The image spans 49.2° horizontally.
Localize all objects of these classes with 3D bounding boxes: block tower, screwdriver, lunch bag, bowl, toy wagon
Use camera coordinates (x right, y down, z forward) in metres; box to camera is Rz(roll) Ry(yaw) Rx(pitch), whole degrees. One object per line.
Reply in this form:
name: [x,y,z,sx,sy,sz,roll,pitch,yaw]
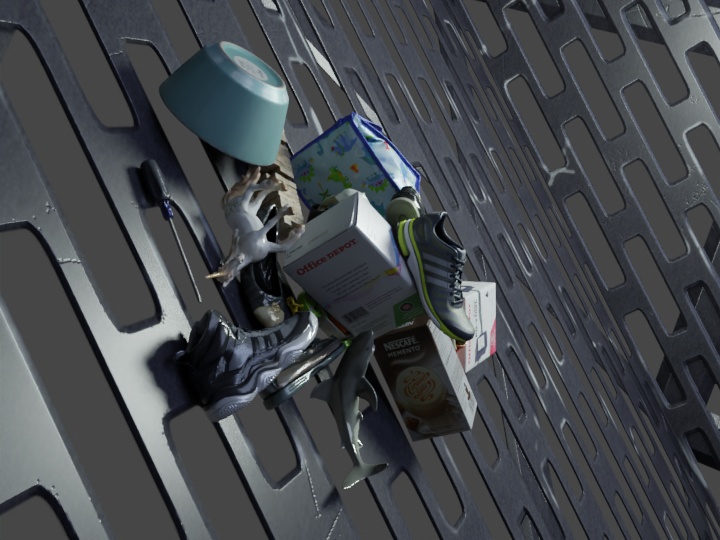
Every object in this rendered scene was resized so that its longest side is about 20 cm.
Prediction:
block tower: [-0.140,-0.144,1.258,0.057,0.053,0.204,24,46,-50]
screwdriver: [-0.242,-0.051,1.022,0.029,0.027,0.204,87,-20,-84]
lunch bag: [-0.015,-0.161,1.371,0.200,0.168,0.129,42,33,-31]
bowl: [-0.183,-0.257,1.153,0.199,0.106,0.202,31,23,-15]
toy wagon: [-0.045,0.053,1.262,0.199,0.039,0.158,-1,66,-61]

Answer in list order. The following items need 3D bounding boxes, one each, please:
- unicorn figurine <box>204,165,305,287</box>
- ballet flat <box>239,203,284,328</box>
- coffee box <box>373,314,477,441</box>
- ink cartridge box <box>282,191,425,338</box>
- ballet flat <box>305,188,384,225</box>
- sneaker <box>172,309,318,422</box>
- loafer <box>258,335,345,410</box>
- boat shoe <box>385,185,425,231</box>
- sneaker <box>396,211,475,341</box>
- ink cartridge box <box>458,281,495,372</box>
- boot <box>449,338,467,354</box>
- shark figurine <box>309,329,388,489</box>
unicorn figurine: [-0.152,-0.056,1.101,0.074,0.136,0.201,56,5,-37]
ballet flat: [-0.138,-0.009,1.132,0.066,0.056,0.204,25,45,-48]
coffee box: [0.104,0.170,1.302,0.203,0.112,0.080,65,25,-17]
ink cartridge box: [0.000,0.000,1.188,0.200,0.143,0.085,44,32,-30]
ballet flat: [-0.028,-0.093,1.266,0.067,0.198,0.070,12,81,-37]
sneaker: [-0.140,0.084,0.975,0.115,0.075,0.200,53,51,-7]
loafer: [-0.084,0.123,1.098,0.063,0.071,0.200,55,28,0]
boat shoe: [0.084,-0.035,1.262,0.068,0.070,0.204,-71,155,-58]
sneaker: [0.123,0.006,1.150,0.074,0.080,0.203,-16,80,-62]
ink cartridge box: [0.200,0.108,1.545,0.199,0.083,0.149,-15,105,-63]
boot: [0.135,0.141,1.377,0.202,0.105,0.076,78,29,-45]
shark figurine: [-0.029,0.203,1.141,0.088,0.127,0.220,7,74,-29]
